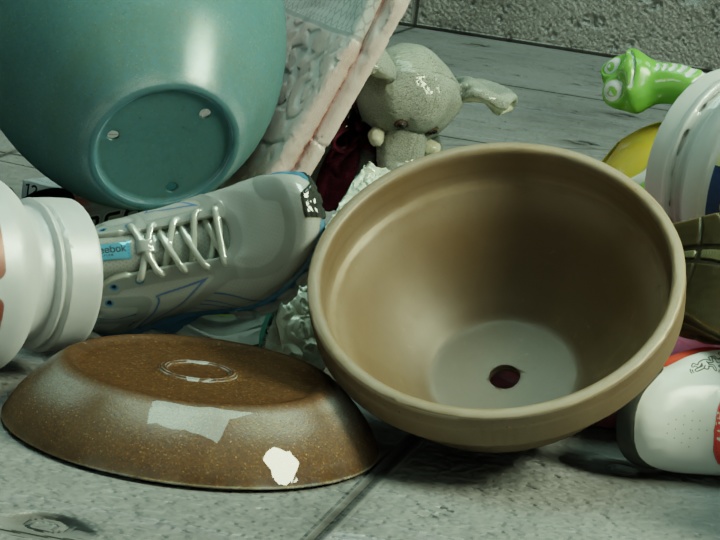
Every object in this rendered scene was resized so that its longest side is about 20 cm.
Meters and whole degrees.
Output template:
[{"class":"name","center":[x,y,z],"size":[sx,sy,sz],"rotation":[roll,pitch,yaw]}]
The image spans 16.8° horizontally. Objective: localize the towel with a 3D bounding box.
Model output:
[{"class":"towel","center":[-0.044,-0.128,1.583],"size":[0.032,0.191,0.200],"rotation":[29,3,-20]}]

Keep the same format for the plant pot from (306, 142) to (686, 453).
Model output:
[{"class":"plant pot","center":[0.075,0.032,1.316],"size":[0.200,0.093,0.201],"rotation":[-4,45,5]}]

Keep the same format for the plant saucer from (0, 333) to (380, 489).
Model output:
[{"class":"plant saucer","center":[-0.087,0.068,1.278],"size":[0.200,0.037,0.200],"rotation":[7,12,-1]}]

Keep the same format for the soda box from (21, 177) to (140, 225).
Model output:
[{"class":"soda box","center":[-0.127,-0.012,1.570],"size":[0.199,0.064,0.068],"rotation":[14,13,32]}]

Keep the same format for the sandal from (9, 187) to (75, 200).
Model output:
[{"class":"sandal","center":[-0.233,-0.018,1.447],"size":[0.076,0.043,0.200],"rotation":[-10,14,30]}]

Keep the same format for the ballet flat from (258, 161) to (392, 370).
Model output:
[{"class":"ballet flat","center":[0.000,0.000,1.434],"size":[0.072,0.072,0.200],"rotation":[11,38,15]}]

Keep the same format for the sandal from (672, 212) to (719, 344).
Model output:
[{"class":"sandal","center":[0.192,0.012,1.362],"size":[0.199,0.081,0.054],"rotation":[1,-25,38]}]

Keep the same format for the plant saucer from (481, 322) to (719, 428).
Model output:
[{"class":"plant saucer","center":[0.141,0.041,1.458],"size":[0.200,0.051,0.201],"rotation":[10,21,-4]}]

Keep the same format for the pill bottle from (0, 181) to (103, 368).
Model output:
[{"class":"pill bottle","center":[-0.244,0.003,1.299],"size":[0.199,0.113,0.112],"rotation":[0,14,-35]}]

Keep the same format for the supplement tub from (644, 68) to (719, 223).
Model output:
[{"class":"supplement tub","center":[0.278,-0.037,1.409],"size":[0.145,0.146,0.200],"rotation":[-4,18,-43]}]

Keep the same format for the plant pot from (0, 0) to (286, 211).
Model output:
[{"class":"plant pot","center":[-0.131,-0.113,1.474],"size":[0.199,0.201,0.135],"rotation":[3,38,-20]}]

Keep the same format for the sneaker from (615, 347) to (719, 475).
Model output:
[{"class":"sneaker","center":[0.242,0.084,1.320],"size":[0.201,0.068,0.108],"rotation":[3,8,-36]}]

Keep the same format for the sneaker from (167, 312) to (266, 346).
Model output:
[{"class":"sneaker","center":[-0.126,-0.002,1.486],"size":[0.199,0.077,0.075],"rotation":[10,14,25]}]

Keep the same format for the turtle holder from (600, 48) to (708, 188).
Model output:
[{"class":"turtle holder","center":[0.215,-0.046,1.685],"size":[0.131,0.186,0.141],"rotation":[-2,51,26]}]

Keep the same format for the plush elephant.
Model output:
[{"class":"plush elephant","center":[0.015,-0.093,1.674],"size":[0.164,0.201,0.155],"rotation":[10,-8,-24]}]

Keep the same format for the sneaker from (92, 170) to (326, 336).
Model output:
[{"class":"sneaker","center":[-0.107,-0.005,1.366],"size":[0.200,0.075,0.087],"rotation":[-24,-22,35]}]
